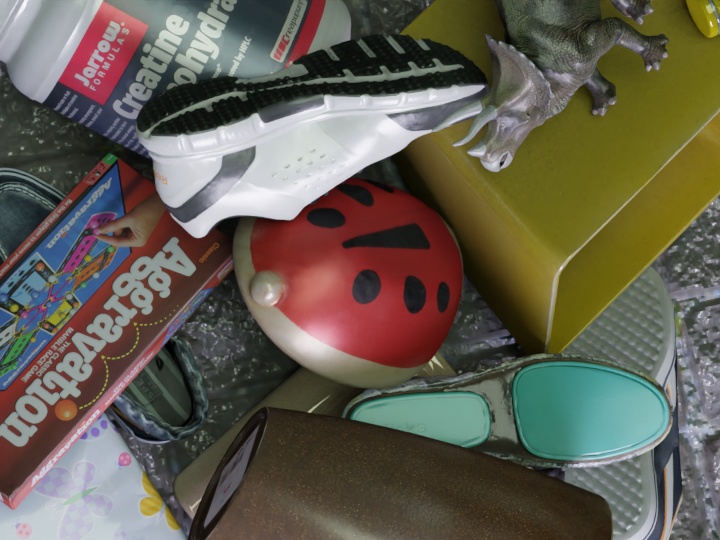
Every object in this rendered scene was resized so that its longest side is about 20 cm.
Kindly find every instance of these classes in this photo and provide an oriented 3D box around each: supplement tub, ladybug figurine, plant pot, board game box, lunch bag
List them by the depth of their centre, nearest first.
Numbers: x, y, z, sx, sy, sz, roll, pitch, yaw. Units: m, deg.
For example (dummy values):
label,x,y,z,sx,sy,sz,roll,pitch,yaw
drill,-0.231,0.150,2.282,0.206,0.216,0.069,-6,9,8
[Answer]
label,x,y,z,sx,sy,sz,roll,pitch,yaw
plant pot,0.010,0.165,1.432,0.200,0.187,0.187,29,81,-10
board game box,-0.170,0.032,1.437,0.103,0.019,0.200,35,70,16
lunch bag,-0.193,0.197,1.453,0.200,0.127,0.170,-32,90,-10
ladybug figurine,0.000,0.000,1.473,0.072,0.200,0.136,-35,80,27
supplement tub,-0.120,-0.140,1.480,0.200,0.140,0.140,27,81,-12
plant pot,0.118,-0.092,1.512,0.176,0.200,0.200,43,77,13

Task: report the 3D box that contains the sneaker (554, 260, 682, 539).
label,x,y,z,sx,sy,sz,roll,pitch,yaw
sneaker,0.162,0.095,1.578,0.078,0.079,0.200,-2,61,18

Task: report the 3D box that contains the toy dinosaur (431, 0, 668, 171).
label,x,y,z,sx,sy,sz,roll,pitch,yaw
toy dinosaur,0.108,-0.149,1.386,0.102,0.077,0.200,19,62,-29

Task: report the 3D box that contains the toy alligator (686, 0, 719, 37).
label,x,y,z,sx,sy,sz,roll,pitch,yaw
toy alligator,0.218,-0.156,1.399,0.059,0.054,0.200,-27,65,-6

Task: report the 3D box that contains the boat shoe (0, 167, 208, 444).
label,x,y,z,sx,sy,sz,roll,pitch,yaw
boat shoe,-0.159,0.018,1.487,0.071,0.091,0.200,-41,97,-13

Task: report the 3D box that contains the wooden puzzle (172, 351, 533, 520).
label,x,y,z,sx,sy,sz,roll,pitch,yaw
wooden puzzle,0.011,0.150,1.555,0.185,0.037,0.200,-41,92,-13

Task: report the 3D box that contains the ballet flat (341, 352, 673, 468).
label,x,y,z,sx,sy,sz,roll,pitch,yaw
ballet flat,0.087,0.087,1.520,0.200,0.072,0.072,-4,88,0

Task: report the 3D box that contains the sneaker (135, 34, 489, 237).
label,x,y,z,sx,sy,sz,roll,pitch,yaw
sneaker,-0.024,-0.076,1.408,0.200,0.074,0.080,-13,122,-8
